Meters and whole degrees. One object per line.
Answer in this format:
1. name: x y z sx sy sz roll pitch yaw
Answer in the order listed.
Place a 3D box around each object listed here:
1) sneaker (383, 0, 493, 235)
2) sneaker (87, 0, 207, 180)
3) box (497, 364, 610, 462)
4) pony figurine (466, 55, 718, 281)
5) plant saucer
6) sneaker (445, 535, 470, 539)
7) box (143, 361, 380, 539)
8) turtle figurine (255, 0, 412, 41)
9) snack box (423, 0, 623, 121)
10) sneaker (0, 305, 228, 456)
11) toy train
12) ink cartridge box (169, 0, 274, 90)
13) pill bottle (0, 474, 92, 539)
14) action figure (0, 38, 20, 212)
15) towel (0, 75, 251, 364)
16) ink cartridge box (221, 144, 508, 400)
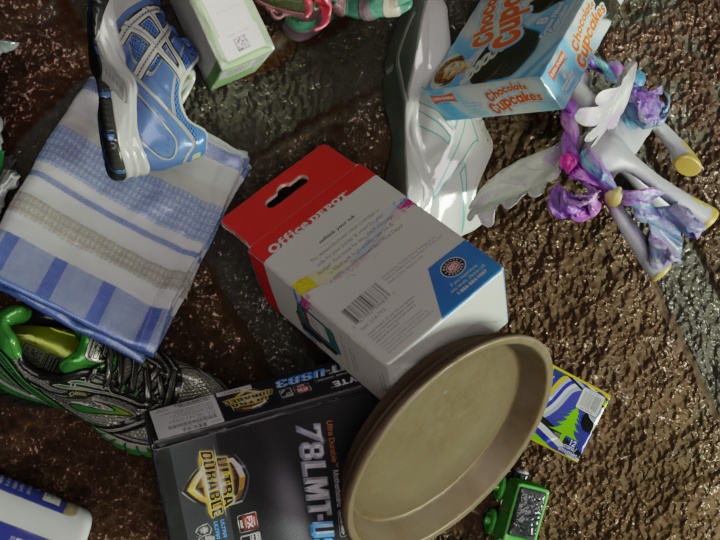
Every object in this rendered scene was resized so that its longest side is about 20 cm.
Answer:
1. sneaker: 0.063 -0.121 0.945 0.080 0.070 0.202 -3 102 -16
2. sneaker: -0.164 -0.164 0.881 0.077 0.076 0.201 -6 77 -15
3. box: 0.098 0.081 0.958 0.199 0.070 0.065 28 89 -11
4. pony figurine: 0.188 -0.092 0.921 0.200 0.193 0.166 45 126 -9
5. plant saucer: 0.061 0.123 0.858 0.199 0.029 0.201 -28 140 -26
6. sneaker: 0.062 0.304 0.903 0.078 0.200 0.086 22 124 6
7. box: -0.053 0.174 0.905 0.197 0.050 0.201 -12 121 -13
8. turtle figurine: -0.043 -0.228 0.844 0.100 0.200 0.150 -33 97 -15
9. snack box: 0.140 -0.200 0.892 0.037 0.116 0.201 47 61 -32
10. sneaker: -0.189 0.083 0.881 0.199 0.085 0.078 17 63 -12
11. toy train: 0.114 0.266 0.980 0.041 0.056 0.201 15 91 -13
12. ink cartridge box: -0.131 -0.236 0.857 0.048 0.146 0.201 -25 97 -8
13. pill bottle: -0.312 0.198 0.865 0.199 0.120 0.120 25 89 -11
14. action figure: -0.282 -0.072 0.872 0.054 0.118 0.201 3 102 -21
15. towel: -0.178 -0.044 0.875 0.146 0.024 0.201 28 57 -10
16. ink cartridge box: 0.000 0.000 0.880 0.116 0.200 0.067 -38 143 -19
